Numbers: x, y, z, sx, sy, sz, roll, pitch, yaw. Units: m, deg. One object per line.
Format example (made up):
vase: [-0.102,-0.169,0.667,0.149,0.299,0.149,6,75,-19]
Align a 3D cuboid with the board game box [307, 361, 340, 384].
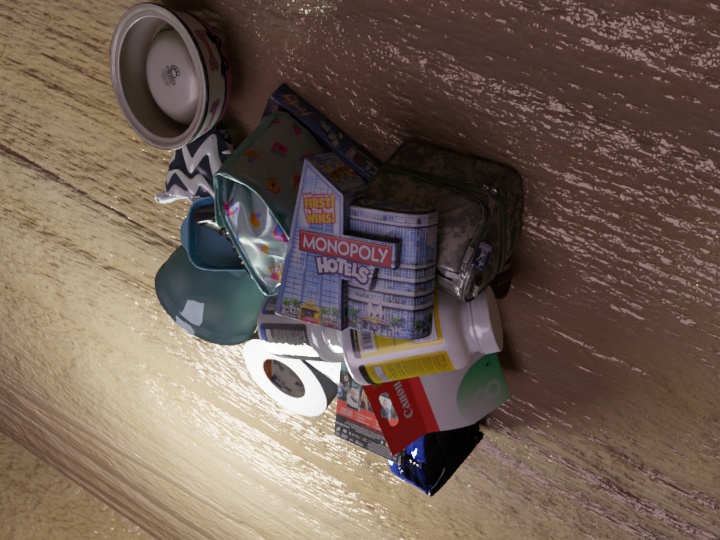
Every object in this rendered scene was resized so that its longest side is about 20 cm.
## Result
board game box: [-0.008,0.128,1.416,0.147,0.064,0.201,37,143,8]

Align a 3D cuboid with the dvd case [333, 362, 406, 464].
dvd case: [0.023,0.180,1.280,0.145,0.022,0.204,13,102,42]

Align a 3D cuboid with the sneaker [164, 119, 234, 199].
sneaker: [-0.196,-0.170,1.259,0.196,0.079,0.132,7,97,7]

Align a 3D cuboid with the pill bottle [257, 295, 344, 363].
pill bottle: [-0.061,0.082,1.263,0.198,0.114,0.115,-2,127,50]

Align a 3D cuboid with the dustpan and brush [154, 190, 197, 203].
dustpan and brush: [-0.272,-0.138,1.382,0.198,0.057,0.141,0,128,42]

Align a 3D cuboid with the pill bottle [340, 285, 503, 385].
pill bottle: [0.082,0.081,1.084,0.197,0.113,0.113,-12,124,18]

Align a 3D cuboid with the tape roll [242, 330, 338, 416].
tape roll: [-0.129,0.186,1.586,0.198,0.066,0.202,24,141,21]

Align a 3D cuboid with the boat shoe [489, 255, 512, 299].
boat shoe: [0.115,-0.012,1.148,0.198,0.070,0.071,21,138,26]

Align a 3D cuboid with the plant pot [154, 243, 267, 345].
plant pot: [-0.233,0.007,1.412,0.200,0.200,0.135,39,117,2]

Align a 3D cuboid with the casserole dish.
casserole dish: [-0.186,-0.059,1.315,0.196,0.123,0.039,-2,174,3]

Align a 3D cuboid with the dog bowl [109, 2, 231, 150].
dog bowl: [-0.266,-0.278,1.177,0.198,0.073,0.203,14,115,33]

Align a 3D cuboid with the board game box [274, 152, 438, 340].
board game box: [-0.009,-0.031,0.979,0.198,0.061,0.203,11,110,31]

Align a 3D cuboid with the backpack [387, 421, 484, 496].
backpack: [0.098,0.239,1.348,0.166,0.163,0.202,23,142,28]

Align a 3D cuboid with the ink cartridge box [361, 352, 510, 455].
ink cartridge box: [0.112,0.168,1.193,0.050,0.199,0.163,31,149,56]

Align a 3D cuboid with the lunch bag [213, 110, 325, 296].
lunch bag: [-0.105,-0.095,1.119,0.121,0.171,0.201,-12,120,39]

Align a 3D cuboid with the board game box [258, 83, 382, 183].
board game box: [-0.062,-0.156,1.192,0.199,0.035,0.136,39,144,3]

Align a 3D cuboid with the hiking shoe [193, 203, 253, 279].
hiking shoe: [-0.171,-0.041,1.255,0.197,0.102,0.076,15,-178,13]

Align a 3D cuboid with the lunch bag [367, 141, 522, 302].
lunch bag: [0.093,-0.053,1.043,0.198,0.168,0.141,20,140,25]
